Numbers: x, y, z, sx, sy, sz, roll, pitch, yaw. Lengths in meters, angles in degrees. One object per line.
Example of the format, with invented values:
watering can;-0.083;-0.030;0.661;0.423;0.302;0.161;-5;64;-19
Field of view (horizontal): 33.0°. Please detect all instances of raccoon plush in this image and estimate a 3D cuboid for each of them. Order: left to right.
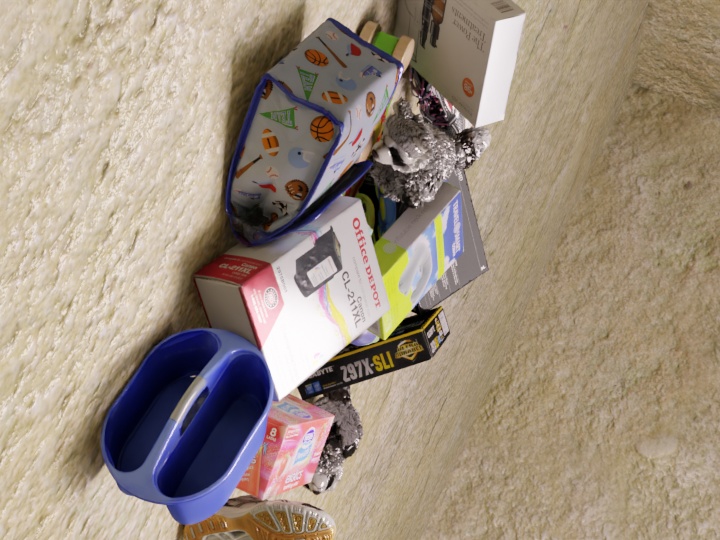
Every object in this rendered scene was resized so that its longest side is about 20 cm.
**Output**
raccoon plush;-0.040;0.249;1.869;0.201;0.096;0.135;-59;170;-38
raccoon plush;0.088;-0.169;1.461;0.200;0.097;0.135;-41;165;-32

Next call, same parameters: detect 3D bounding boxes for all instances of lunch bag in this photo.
lunch bag;-0.055;-0.133;1.286;0.170;0.123;0.201;-49;171;-51

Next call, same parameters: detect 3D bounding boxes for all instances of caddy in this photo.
caddy;-0.171;0.151;1.217;0.201;0.140;0.106;-59;167;-33

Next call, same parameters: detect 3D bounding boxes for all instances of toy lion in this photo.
toy lion;0.005;-0.186;1.534;0.192;0.068;0.202;72;41;-77

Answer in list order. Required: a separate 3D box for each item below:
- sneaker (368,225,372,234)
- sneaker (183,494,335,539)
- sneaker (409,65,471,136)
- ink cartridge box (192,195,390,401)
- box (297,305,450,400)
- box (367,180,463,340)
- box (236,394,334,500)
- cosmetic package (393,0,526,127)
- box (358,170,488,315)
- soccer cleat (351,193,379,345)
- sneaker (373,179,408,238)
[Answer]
sneaker;-0.028;-0.063;1.475;0.076;0.087;0.202;-56;147;-37
sneaker;-0.121;0.310;1.525;0.088;0.197;0.077;-49;134;-68
sneaker;0.102;-0.250;1.706;0.075;0.080;0.202;-43;129;-46
ink cartridge box;-0.070;0.024;1.332;0.199;0.082;0.147;-38;122;-38
box;0.018;0.114;1.699;0.160;0.198;0.050;-40;110;-73
box;0.069;-0.022;1.537;0.200;0.047;0.123;-47;150;-28
box;-0.116;0.222;1.575;0.200;0.094;0.104;14;97;-74
cosmetic package;0.117;-0.297;1.507;0.051;0.200;0.152;-19;138;-24
box;0.090;-0.062;1.716;0.140;0.079;0.202;-30;118;-27
soccer cleat;-0.001;0.000;1.613;0.083;0.064;0.203;20;66;-56
sneaker;0.064;-0.073;1.593;0.071;0.082;0.202;-121;-156;-59
